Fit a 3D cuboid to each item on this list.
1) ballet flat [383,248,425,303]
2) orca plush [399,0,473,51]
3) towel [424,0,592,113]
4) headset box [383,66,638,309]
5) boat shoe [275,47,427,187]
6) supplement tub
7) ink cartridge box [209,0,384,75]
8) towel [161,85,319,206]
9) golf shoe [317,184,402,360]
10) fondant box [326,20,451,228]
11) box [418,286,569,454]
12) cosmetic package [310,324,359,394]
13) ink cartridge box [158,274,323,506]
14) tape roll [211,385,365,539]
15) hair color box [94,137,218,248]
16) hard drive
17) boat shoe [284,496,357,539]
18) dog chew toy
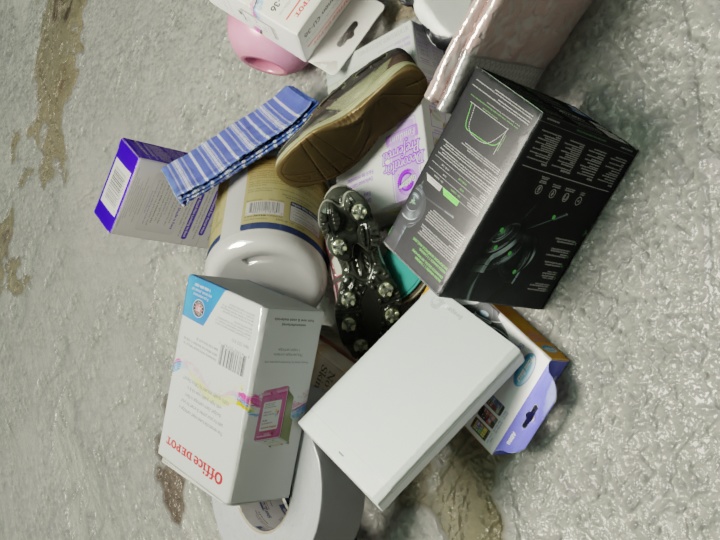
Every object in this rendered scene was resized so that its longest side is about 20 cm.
[{"bbox_3d":[0.078,-0.035,1.038,0.068,0.061,0.201,56,145,25],"label":"ballet flat"},{"bbox_3d":[0.071,-0.318,1.084,0.202,0.104,0.071,58,157,21],"label":"orca plush"},{"bbox_3d":[0.156,-0.231,0.899,0.032,0.199,0.193,39,114,22],"label":"towel"},{"bbox_3d":[0.140,-0.064,0.905,0.093,0.172,0.203,44,115,38],"label":"headset box"},{"bbox_3d":[-0.014,-0.169,1.063,0.198,0.073,0.065,-33,45,14],"label":"boat shoe"},{"bbox_3d":[-0.105,-0.054,1.136,0.144,0.143,0.203,-38,34,34],"label":"supplement tub"},{"bbox_3d":[-0.081,-0.333,1.127,0.198,0.068,0.117,34,81,15],"label":"ink cartridge box"},{"bbox_3d":[-0.146,-0.156,1.140,0.198,0.024,0.145,-33,28,-5],"label":"towel"},{"bbox_3d":[0.000,0.000,1.071,0.088,0.075,0.204,-109,8,-70],"label":"golf shoe"},{"bbox_3d":[0.035,-0.164,1.107,0.143,0.058,0.205,-19,72,42],"label":"fondant box"},{"bbox_3d":[0.127,0.094,0.990,0.200,0.041,0.120,45,115,37],"label":"box"},{"bbox_3d":[-0.023,0.148,1.097,0.199,0.086,0.105,30,105,43],"label":"cosmetic package"},{"bbox_3d":[-0.128,0.121,0.993,0.143,0.084,0.204,19,99,47],"label":"ink cartridge box"},{"bbox_3d":[-0.083,0.229,1.043,0.198,0.065,0.205,-5,84,46],"label":"tape roll"},{"bbox_3d":[-0.241,-0.097,1.273,0.065,0.198,0.111,43,113,41],"label":"hair color box"},{"bbox_3d":[0.048,0.120,0.941,0.200,0.026,0.131,-44,50,-11],"label":"hard drive"},{"bbox_3d":[-0.055,0.288,1.122,0.068,0.084,0.202,-35,45,16],"label":"boat shoe"},{"bbox_3d":[-0.098,-0.360,1.231,0.123,0.123,0.204,10,83,45],"label":"dog chew toy"}]
